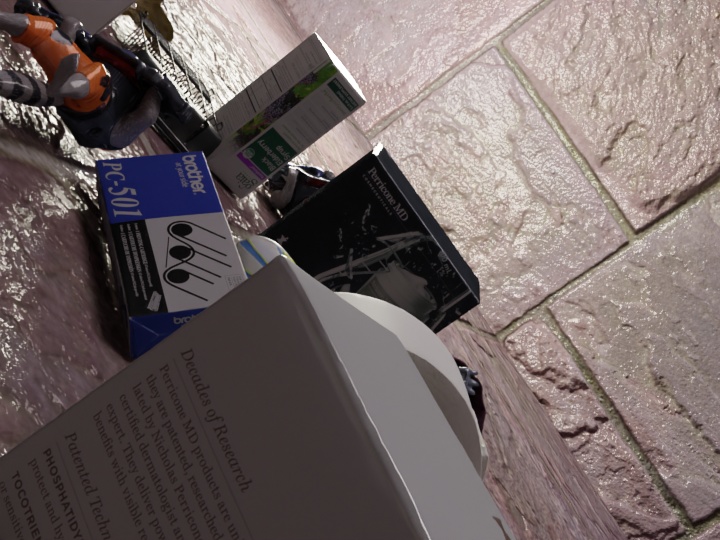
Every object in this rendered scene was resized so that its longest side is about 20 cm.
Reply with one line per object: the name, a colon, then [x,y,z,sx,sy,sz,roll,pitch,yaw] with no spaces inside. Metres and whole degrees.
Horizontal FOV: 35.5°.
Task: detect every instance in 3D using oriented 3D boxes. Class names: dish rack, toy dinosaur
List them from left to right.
toy dinosaur: [-0.270,-0.321,1.415,0.101,0.058,0.200,43,-25,6]
dish rack: [-0.227,-0.222,1.330,0.154,0.054,0.201,51,9,-31]

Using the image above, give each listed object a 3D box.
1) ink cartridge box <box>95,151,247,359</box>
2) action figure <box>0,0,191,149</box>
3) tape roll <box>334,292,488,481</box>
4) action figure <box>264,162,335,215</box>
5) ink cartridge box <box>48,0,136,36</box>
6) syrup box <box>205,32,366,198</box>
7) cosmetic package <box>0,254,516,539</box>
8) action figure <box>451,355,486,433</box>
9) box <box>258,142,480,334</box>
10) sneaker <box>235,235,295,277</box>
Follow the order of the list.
ink cartridge box: [-0.151,-0.019,0.889,0.201,0.093,0.045,-116,-155,-46]
action figure: [-0.254,-0.164,0.951,0.199,0.105,0.194,31,-7,22]
tape roll: [-0.018,0.120,0.769,0.203,0.202,0.071,51,10,-19]
action figure: [-0.091,-0.086,1.505,0.198,0.105,0.194,16,24,-33]
ink cartridge box: [-0.326,-0.361,1.219,0.201,0.084,0.145,52,10,-23]
syrup box: [-0.101,-0.187,1.374,0.079,0.199,0.082,44,13,-43]
cosmetic package: [-0.050,0.134,0.576,0.167,0.199,0.167,60,10,27]
action figure: [0.028,0.143,1.108,0.199,0.135,0.148,2,-22,45]
box: [0.000,0.000,1.256,0.201,0.196,0.124,53,10,-6]
sneaker: [-0.078,0.063,0.933,0.105,0.075,0.202,19,53,-72]
